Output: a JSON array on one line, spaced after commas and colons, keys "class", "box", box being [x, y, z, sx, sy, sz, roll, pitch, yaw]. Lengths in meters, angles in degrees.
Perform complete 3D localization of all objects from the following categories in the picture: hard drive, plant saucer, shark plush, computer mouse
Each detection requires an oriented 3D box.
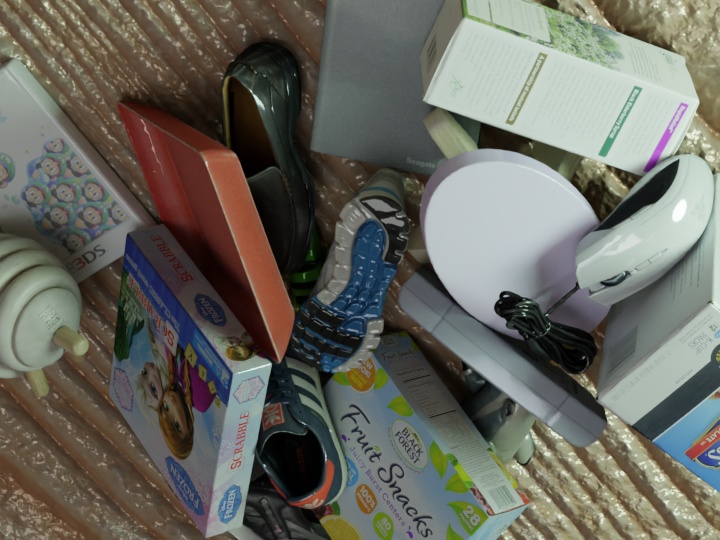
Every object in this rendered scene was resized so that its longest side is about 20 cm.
[{"class": "hard drive", "box": [0.038, -0.175, 1.373, 0.139, 0.033, 0.201, 12, 124, 6]}, {"class": "plant saucer", "box": [-0.125, -0.042, 1.432, 0.037, 0.200, 0.200, -28, 118, -17]}, {"class": "shark plush", "box": [0.114, 0.109, 1.515, 0.083, 0.091, 0.200, 36, 134, 27]}, {"class": "computer mouse", "box": [0.202, -0.008, 1.304, 0.200, 0.044, 0.110, -45, 128, 2]}]

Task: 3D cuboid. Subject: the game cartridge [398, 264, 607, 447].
[{"class": "game cartridge", "box": [0.116, 0.070, 1.405, 0.200, 0.133, 0.041, 38, 93, 3]}]

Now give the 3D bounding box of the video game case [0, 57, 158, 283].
[{"class": "video game case", "box": [-0.311, -0.069, 1.532, 0.182, 0.024, 0.200, -29, 110, 27]}]

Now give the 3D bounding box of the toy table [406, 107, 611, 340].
[{"class": "toy table", "box": [0.119, -0.044, 1.361, 0.183, 0.117, 0.200, -26, 125, 8]}]

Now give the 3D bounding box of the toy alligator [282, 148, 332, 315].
[{"class": "toy alligator", "box": [-0.047, -0.008, 1.485, 0.059, 0.054, 0.201, -5, 120, 16]}]

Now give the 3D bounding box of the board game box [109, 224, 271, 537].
[{"class": "board game box", "box": [-0.156, 0.097, 1.503, 0.041, 0.200, 0.200, -15, 135, -30]}]

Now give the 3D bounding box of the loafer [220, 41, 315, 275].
[{"class": "loafer", "box": [-0.087, -0.085, 1.414, 0.073, 0.072, 0.201, 2, 110, 28]}]

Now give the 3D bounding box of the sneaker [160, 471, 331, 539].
[{"class": "sneaker", "box": [-0.102, 0.211, 1.638, 0.200, 0.076, 0.088, 41, 107, -16]}]

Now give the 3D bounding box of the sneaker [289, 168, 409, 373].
[{"class": "sneaker", "box": [0.000, 0.000, 1.441, 0.075, 0.087, 0.200, 23, 124, -3]}]

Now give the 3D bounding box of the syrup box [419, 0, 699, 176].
[{"class": "syrup box", "box": [0.152, -0.147, 1.310, 0.199, 0.079, 0.082, 18, 122, -12]}]

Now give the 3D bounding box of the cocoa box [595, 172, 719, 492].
[{"class": "cocoa box", "box": [0.284, 0.047, 1.349, 0.131, 0.200, 0.133, 37, 122, -11]}]

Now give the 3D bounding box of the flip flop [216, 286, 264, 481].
[{"class": "flip flop", "box": [-0.109, 0.103, 1.570, 0.081, 0.058, 0.201, 3, 104, 6]}]

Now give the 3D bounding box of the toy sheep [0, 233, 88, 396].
[{"class": "toy sheep", "box": [-0.309, 0.035, 1.503, 0.200, 0.138, 0.138, 19, 128, 31]}]

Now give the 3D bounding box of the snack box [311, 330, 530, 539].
[{"class": "snack box", "box": [0.033, 0.183, 1.519, 0.200, 0.068, 0.169, 54, 126, 22]}]

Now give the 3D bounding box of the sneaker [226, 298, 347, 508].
[{"class": "sneaker", "box": [-0.073, 0.115, 1.484, 0.075, 0.084, 0.200, -28, 85, 15]}]
